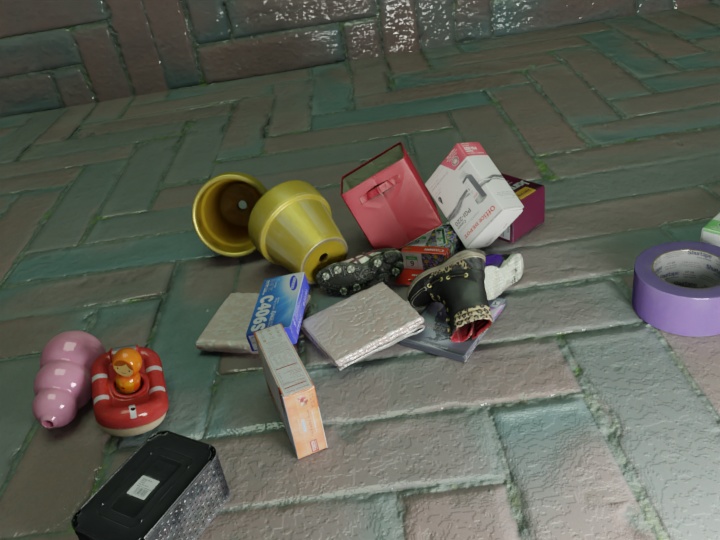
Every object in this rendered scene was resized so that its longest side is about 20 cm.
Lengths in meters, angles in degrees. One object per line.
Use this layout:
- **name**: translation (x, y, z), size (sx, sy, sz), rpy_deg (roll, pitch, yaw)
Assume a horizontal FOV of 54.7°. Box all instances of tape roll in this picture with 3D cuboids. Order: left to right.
- **tape roll**: translation (0.618, 0.031, 1.309), size (0.197, 0.086, 0.201), rpy_deg (-7, 32, 4)

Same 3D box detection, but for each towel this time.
- **towel**: translation (-0.220, 0.111, 1.465), size (0.198, 0.033, 0.192), rpy_deg (0, 32, 15)
- **towel**: translation (0.002, 0.106, 1.378), size (0.198, 0.033, 0.191), rpy_deg (-24, 31, -17)

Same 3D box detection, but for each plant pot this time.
- **plant pot**: translation (-0.313, -0.155, 1.772), size (0.198, 0.203, 0.189), rpy_deg (-9, 15, 1)
- **plant pot**: translation (-0.130, -0.076, 1.604), size (0.199, 0.202, 0.189), rpy_deg (-26, 49, -25)

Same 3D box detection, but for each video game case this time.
- **video game case**: translation (0.185, 0.101, 1.381), size (0.142, 0.019, 0.200), rpy_deg (12, 36, 32)

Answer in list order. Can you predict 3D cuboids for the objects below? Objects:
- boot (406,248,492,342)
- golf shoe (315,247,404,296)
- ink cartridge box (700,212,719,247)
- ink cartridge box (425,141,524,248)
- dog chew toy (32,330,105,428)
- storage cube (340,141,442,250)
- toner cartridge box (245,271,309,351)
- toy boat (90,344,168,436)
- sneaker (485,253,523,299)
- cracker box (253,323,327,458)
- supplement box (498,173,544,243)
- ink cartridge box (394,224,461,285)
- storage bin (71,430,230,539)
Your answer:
- **boot**: translation (0.170, 0.065, 1.331), size (0.199, 0.073, 0.152), rpy_deg (-34, 50, 37)
- **golf shoe**: translation (0.000, 0.000, 1.545), size (0.198, 0.078, 0.088), rpy_deg (-13, 19, 6)
- **ink cartridge box**: translation (0.809, -0.075, 1.425), size (0.199, 0.088, 0.145), rpy_deg (-30, 36, -33)
- **ink cartridge box**: translation (0.257, -0.170, 1.589), size (0.084, 0.146, 0.201), rpy_deg (-12, 61, -41)
- **dog chew toy**: translation (-0.558, 0.211, 1.320), size (0.123, 0.125, 0.201), rpy_deg (-6, 39, 6)
- **storage cube**: translation (0.070, -0.166, 1.624), size (0.170, 0.181, 0.200), rpy_deg (-29, 18, 10)
- **toner cartridge box**: translation (-0.166, 0.080, 1.420), size (0.094, 0.044, 0.201), rpy_deg (-10, 30, 10)
- **toy boat**: translation (-0.419, 0.196, 1.258), size (0.129, 0.132, 0.201), rpy_deg (-7, 41, -20)
- **sneaker**: translation (0.253, 0.011, 1.449), size (0.099, 0.070, 0.199), rpy_deg (6, 16, 40)
- **cracker box**: translation (-0.121, 0.201, 1.190), size (0.057, 0.135, 0.200), rpy_deg (-17, 32, -14)
- **supplement box**: translation (0.327, -0.161, 1.685), size (0.130, 0.104, 0.199), rpy_deg (-29, 37, -32)
- **ink cartridge box**: translation (0.154, -0.038, 1.583), size (0.108, 0.051, 0.200), rpy_deg (4, 33, 22)
- **storage bin**: translation (-0.307, 0.350, 1.039), size (0.134, 0.095, 0.200), rpy_deg (9, 35, 28)
